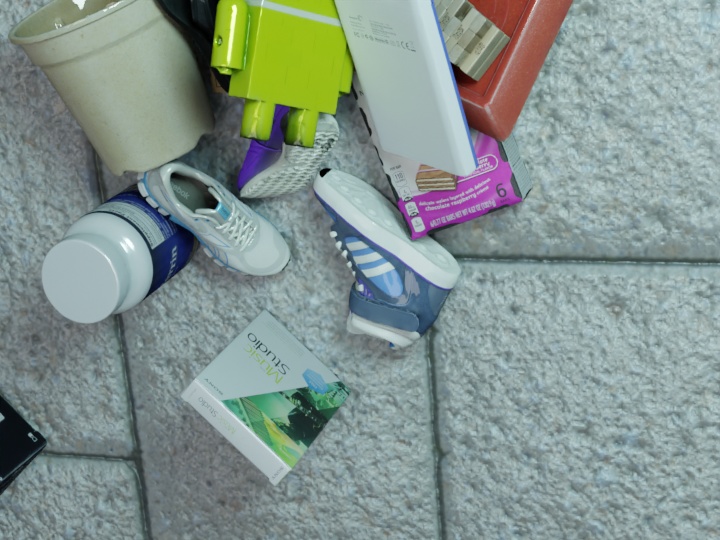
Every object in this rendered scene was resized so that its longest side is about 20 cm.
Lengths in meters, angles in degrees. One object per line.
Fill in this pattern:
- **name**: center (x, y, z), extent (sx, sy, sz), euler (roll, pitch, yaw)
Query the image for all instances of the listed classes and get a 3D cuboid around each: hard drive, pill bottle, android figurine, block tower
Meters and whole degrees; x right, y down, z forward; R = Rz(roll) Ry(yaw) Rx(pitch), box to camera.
- **hard drive**: center (0.042, -0.195, 1.425), extent (0.131, 0.025, 0.202), euler (24, 142, 45)
- **pill bottle**: center (-0.269, -0.020, 1.635), extent (0.114, 0.200, 0.117), euler (6, 111, 17)
- **android figurine**: center (-0.068, -0.224, 1.426), extent (0.041, 0.181, 0.203), euler (12, 97, 44)
- **block tower**: center (0.055, -0.273, 1.429), extent (0.200, 0.054, 0.058), euler (44, 102, 21)

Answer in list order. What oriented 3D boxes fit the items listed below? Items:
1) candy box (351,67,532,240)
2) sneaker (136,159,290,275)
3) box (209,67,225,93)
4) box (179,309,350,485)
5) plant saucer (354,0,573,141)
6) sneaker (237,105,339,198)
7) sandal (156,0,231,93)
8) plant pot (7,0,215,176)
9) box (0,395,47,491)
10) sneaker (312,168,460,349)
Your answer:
- **candy box**: center (0.083, -0.151, 1.545), extent (0.135, 0.061, 0.202), euler (-19, 101, 22)
- **sneaker**: center (-0.156, -0.056, 1.616), extent (0.199, 0.086, 0.076), euler (34, 80, -21)
- **box**: center (-0.095, -0.293, 1.578), extent (0.161, 0.021, 0.203), euler (1, 109, 18)
- **box**: center (-0.102, 0.138, 1.634), extent (0.144, 0.200, 0.036), euler (43, 120, 0)
- **plant saucer**: center (0.100, -0.260, 1.456), extent (0.198, 0.037, 0.202), euler (29, 98, 24)
- **sneaker**: center (-0.084, -0.153, 1.586), extent (0.200, 0.069, 0.101), euler (-42, 58, 54)
- **sandal**: center (-0.152, -0.268, 1.522), extent (0.047, 0.076, 0.201), euler (1, 142, 37)
- **plant pot**: center (-0.250, -0.213, 1.581), extent (0.198, 0.201, 0.185), euler (-14, 115, 23)
- **box**: center (-0.545, 0.231, 1.866), extent (0.197, 0.117, 0.200), euler (45, 117, 0)
- **sneaker**: center (0.000, 0.000, 1.617), extent (0.199, 0.081, 0.147), euler (37, 117, 4)
